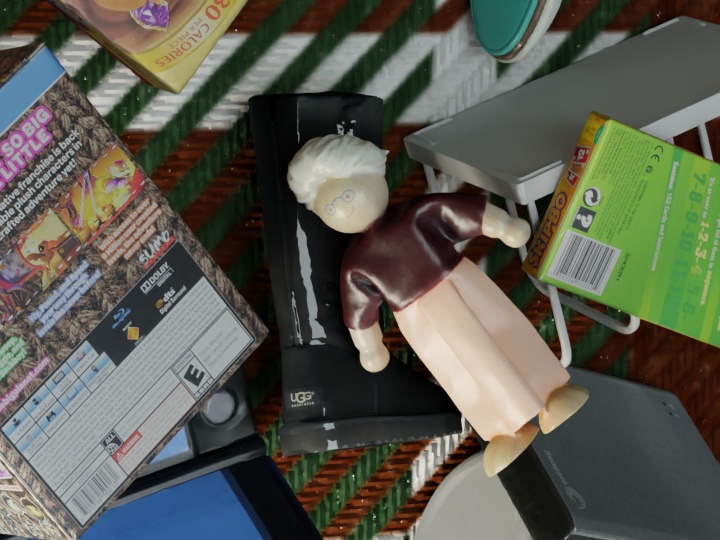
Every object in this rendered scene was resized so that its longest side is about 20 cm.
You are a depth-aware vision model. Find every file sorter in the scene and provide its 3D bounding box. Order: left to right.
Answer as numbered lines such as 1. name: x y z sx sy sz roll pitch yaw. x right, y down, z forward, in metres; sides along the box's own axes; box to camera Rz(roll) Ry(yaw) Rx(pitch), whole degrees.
1. file sorter: 0.156 -0.048 1.517 0.200 0.139 0.125 -25 114 -19

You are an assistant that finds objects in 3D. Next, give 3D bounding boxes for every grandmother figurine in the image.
1. grandmother figurine: 0.038 0.007 1.395 0.121 0.061 0.200 -41 93 9

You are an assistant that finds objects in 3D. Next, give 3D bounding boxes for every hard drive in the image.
1. hard drive: 0.145 0.115 1.521 0.200 0.140 0.033 15 127 -46

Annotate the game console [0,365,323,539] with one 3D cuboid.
1. game console: -0.131 0.114 1.424 0.200 0.118 0.171 -19 109 -22

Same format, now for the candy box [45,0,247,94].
1. candy box: -0.090 -0.210 1.407 0.117 0.056 0.200 39 85 -27

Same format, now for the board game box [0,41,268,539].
1. board game box: -0.176 0.013 1.342 0.159 0.097 0.200 -47 113 -26

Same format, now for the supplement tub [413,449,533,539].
1. supplement tub: 0.137 0.195 1.570 0.200 0.123 0.123 30 88 -29

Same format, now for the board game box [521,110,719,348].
1. board game box: 0.189 -0.012 1.452 0.200 0.030 0.096 20 98 -29

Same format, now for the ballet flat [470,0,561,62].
1. ballet flat: 0.104 -0.220 1.500 0.069 0.069 0.200 -5 103 -25

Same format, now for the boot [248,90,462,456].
1. boot: 0.000 0.000 1.490 0.165 0.066 0.200 2 80 -65
